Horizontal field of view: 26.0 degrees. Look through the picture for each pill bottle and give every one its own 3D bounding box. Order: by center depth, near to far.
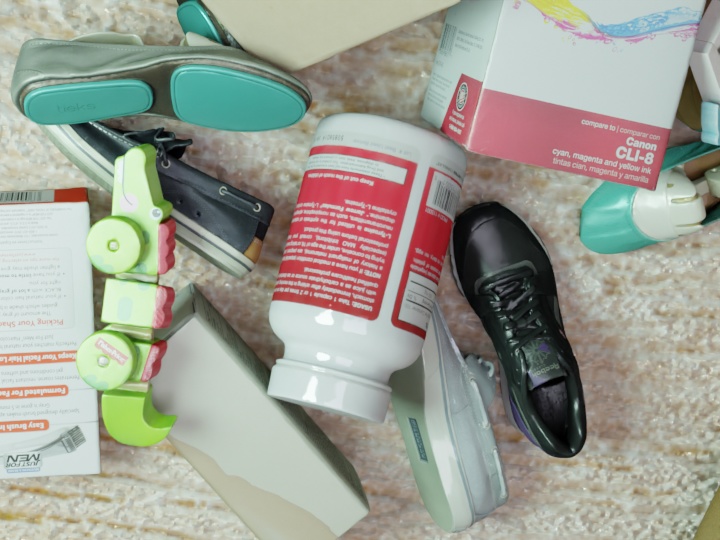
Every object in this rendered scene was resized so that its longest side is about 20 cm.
[{"bbox_3d":[0.000,0.000,1.094,0.112,0.112,0.201,16,82,-13],"label":"pill bottle"}]

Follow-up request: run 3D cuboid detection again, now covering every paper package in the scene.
[{"bbox_3d":[-0.041,-0.244,0.985,0.200,0.190,0.104,48,50,-26],"label":"paper package"}]

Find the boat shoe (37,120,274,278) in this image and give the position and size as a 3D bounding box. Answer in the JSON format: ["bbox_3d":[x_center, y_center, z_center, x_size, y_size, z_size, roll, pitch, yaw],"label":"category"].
[{"bbox_3d":[-0.147,-0.073,1.098,0.199,0.075,0.062,35,83,-9],"label":"boat shoe"}]

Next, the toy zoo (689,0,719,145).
[{"bbox_3d":[0.291,-0.175,1.110,0.131,0.020,0.201,42,74,-47],"label":"toy zoo"}]

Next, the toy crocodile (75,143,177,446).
[{"bbox_3d":[-0.149,0.017,1.039,0.061,0.068,0.202,5,95,4],"label":"toy crocodile"}]

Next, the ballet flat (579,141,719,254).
[{"bbox_3d":[0.259,-0.064,1.169,0.199,0.070,0.068,-23,108,-3],"label":"ballet flat"}]

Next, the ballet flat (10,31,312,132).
[{"bbox_3d":[-0.132,-0.133,1.040,0.198,0.064,0.068,0,145,-6],"label":"ballet flat"}]

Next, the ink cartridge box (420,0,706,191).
[{"bbox_3d":[0.145,-0.178,1.083,0.144,0.145,0.201,11,102,-12],"label":"ink cartridge box"}]

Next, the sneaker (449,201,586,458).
[{"bbox_3d":[0.129,0.045,1.165,0.075,0.088,0.201,-23,106,-3],"label":"sneaker"}]

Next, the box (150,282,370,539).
[{"bbox_3d":[-0.087,0.114,1.144,0.078,0.095,0.200,-39,105,3],"label":"box"}]

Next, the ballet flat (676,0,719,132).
[{"bbox_3d":[0.278,-0.199,1.143,0.068,0.063,0.202,5,102,-11],"label":"ballet flat"}]

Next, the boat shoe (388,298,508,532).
[{"bbox_3d":[0.068,0.097,1.186,0.071,0.070,0.202,-20,106,-24],"label":"boat shoe"}]

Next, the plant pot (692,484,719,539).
[{"bbox_3d":[0.336,0.222,1.210,0.185,0.186,0.202,13,88,-12],"label":"plant pot"}]

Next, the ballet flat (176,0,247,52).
[{"bbox_3d":[-0.108,-0.202,1.078,0.072,0.072,0.201,-34,108,0],"label":"ballet flat"}]

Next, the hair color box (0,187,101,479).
[{"bbox_3d":[-0.245,0.045,1.116,0.110,0.064,0.202,-2,103,-10],"label":"hair color box"}]
